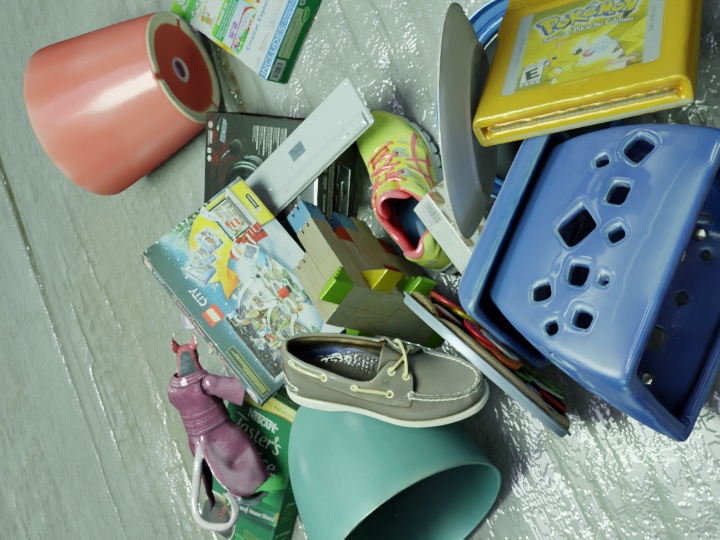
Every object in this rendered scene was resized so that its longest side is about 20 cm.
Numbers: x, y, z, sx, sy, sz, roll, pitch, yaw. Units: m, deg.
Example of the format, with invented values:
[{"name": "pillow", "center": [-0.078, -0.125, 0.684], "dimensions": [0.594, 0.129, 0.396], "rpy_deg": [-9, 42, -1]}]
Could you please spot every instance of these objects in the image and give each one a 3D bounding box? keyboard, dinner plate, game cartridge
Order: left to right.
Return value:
[{"name": "keyboard", "center": [-0.063, -0.121, 0.984], "dimensions": [0.199, 0.011, 0.057], "rpy_deg": [-39, 68, 33]}, {"name": "dinner plate", "center": [0.098, -0.131, 0.810], "dimensions": [0.024, 0.200, 0.205], "rpy_deg": [-3, 89, 18]}, {"name": "game cartridge", "center": [0.191, -0.194, 0.764], "dimensions": [0.173, 0.033, 0.203], "rpy_deg": [-9, 46, 31]}]

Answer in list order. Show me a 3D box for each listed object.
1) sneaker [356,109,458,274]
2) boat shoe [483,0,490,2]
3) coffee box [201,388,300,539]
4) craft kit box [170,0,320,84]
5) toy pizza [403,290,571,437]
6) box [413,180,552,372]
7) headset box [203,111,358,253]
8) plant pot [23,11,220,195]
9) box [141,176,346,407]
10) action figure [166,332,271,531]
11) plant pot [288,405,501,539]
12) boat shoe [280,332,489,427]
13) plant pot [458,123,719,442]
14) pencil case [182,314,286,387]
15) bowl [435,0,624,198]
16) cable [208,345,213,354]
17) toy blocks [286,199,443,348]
[{"name": "sneaker", "center": [0.042, -0.089, 0.959], "dimensions": [0.078, 0.089, 0.202], "rpy_deg": [-43, 65, 31]}, {"name": "boat shoe", "center": [0.106, -0.318, 0.921], "dimensions": [0.197, 0.066, 0.076], "rpy_deg": [28, 107, 32]}, {"name": "coffee box", "center": [-0.123, 0.237, 1.118], "dimensions": [0.122, 0.044, 0.204], "rpy_deg": [26, 106, 33]}, {"name": "craft kit box", "center": [-0.125, -0.360, 1.105], "dimensions": [0.197, 0.048, 0.203], "rpy_deg": [38, 112, 27]}, {"name": "toy pizza", "center": [0.121, 0.078, 0.849], "dimensions": [0.200, 0.200, 0.032], "rpy_deg": [42, 92, 28]}, {"name": "box", "center": [0.128, 0.003, 0.893], "dimensions": [0.201, 0.038, 0.041], "rpy_deg": [53, 155, 6]}, {"name": "headset box", "center": [-0.086, -0.100, 1.057], "dimensions": [0.197, 0.077, 0.152], "rpy_deg": [13, 104, 37]}, {"name": "plant pot", "center": [-0.284, -0.217, 1.146], "dimensions": [0.174, 0.199, 0.205], "rpy_deg": [-19, 80, 25]}, {"name": "box", "center": [-0.117, 0.021, 0.972], "dimensions": [0.201, 0.136, 0.038], "rpy_deg": [49, 163, 7]}, {"name": "action figure", "center": [-0.180, 0.171, 1.041], "dimensions": [0.132, 0.149, 0.204], "rpy_deg": [-15, 103, 30]}, {"name": "plant pot", "center": [0.017, 0.197, 0.930], "dimensions": [0.202, 0.198, 0.162], "rpy_deg": [-54, 49, 24]}, {"name": "boat shoe", "center": [0.020, 0.095, 0.855], "dimensions": [0.195, 0.073, 0.060], "rpy_deg": [5, 137, 15]}, {"name": "plant pot", "center": [0.203, -0.001, 0.759], "dimensions": [0.178, 0.199, 0.203], "rpy_deg": [21, 82, 39]}, {"name": "pencil case", "center": [-0.099, 0.071, 1.023], "dimensions": [0.197, 0.084, 0.087], "rpy_deg": [30, 76, -2]}, {"name": "bowl", "center": [0.165, -0.168, 0.898], "dimensions": [0.197, 0.039, 0.206], "rpy_deg": [1, 92, 36]}, {"name": "cable", "center": [-0.146, 0.041, 1.087], "dimensions": [0.097, 0.050, 0.202], "rpy_deg": [40, 142, 19]}, {"name": "toy blocks", "center": [0.000, 0.000, 0.948], "dimensions": [0.100, 0.198, 0.138], "rpy_deg": [-51, 50, 21]}]
